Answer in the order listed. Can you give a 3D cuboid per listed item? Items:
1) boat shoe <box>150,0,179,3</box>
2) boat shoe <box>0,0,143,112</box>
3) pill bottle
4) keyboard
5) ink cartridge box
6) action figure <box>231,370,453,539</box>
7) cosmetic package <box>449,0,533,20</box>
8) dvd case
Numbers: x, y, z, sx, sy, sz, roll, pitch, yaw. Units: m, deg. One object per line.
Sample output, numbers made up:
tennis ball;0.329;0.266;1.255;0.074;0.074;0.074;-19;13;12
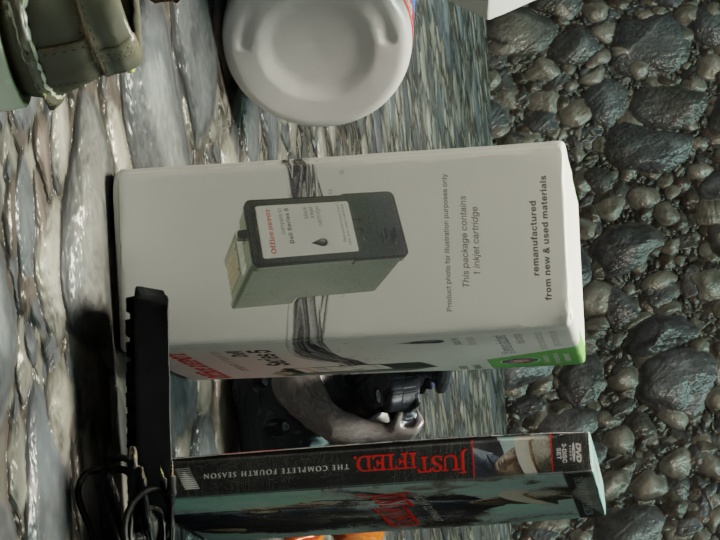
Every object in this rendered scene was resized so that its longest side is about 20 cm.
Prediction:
boat shoe;-0.065;-0.172;1.007;0.072;0.068;0.200;-52;-166;28
boat shoe;-0.104;-0.134;0.797;0.203;0.060;0.072;-90;169;-47
pill bottle;-0.020;-0.181;1.289;0.201;0.111;0.113;-84;166;-56
keyboard;-0.095;0.105;0.850;0.104;0.039;0.202;142;-54;-77
ink cartridge box;0.000;0.000;0.976;0.146;0.198;0.085;45;42;-78
action figure;-0.021;0.093;1.110;0.200;0.104;0.195;126;-38;-54
cosmetic package;0.030;-0.230;1.169;0.081;0.199;0.114;-25;131;-36
dvd case;0.010;0.100;0.977;0.146;0.198;0.022;60;25;-74
